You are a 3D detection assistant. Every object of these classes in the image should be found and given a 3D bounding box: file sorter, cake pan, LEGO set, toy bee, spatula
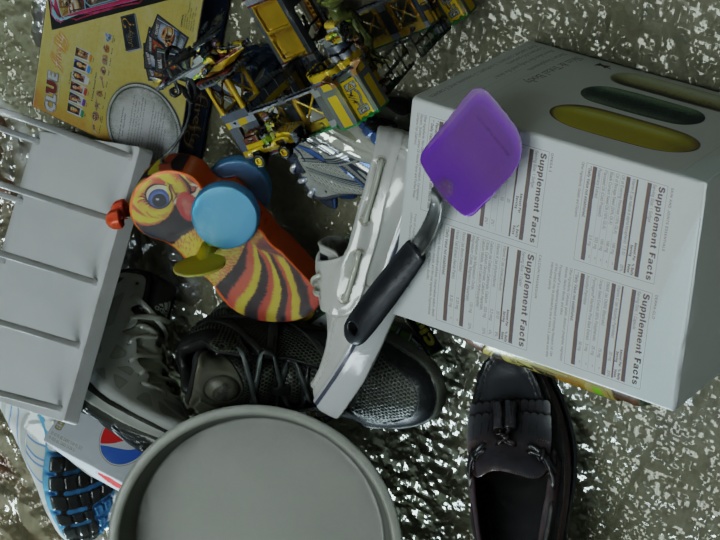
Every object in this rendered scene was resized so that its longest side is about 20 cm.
[{"bbox_3d":[-0.259,-0.010,1.757,0.139,0.124,0.200,11,85,51],"label":"file sorter"},{"bbox_3d":[-0.070,0.186,1.684,0.200,0.037,0.201,1,98,4],"label":"cake pan"},{"bbox_3d":[-0.030,-0.166,1.582,0.154,0.200,0.116,-13,114,46],"label":"LEGO set"},{"bbox_3d":[-0.114,-0.042,1.717,0.109,0.131,0.200,-27,86,19],"label":"toy bee"},{"bbox_3d":[0.038,-0.022,1.506,0.057,0.021,0.200,52,132,24],"label":"spatula"}]

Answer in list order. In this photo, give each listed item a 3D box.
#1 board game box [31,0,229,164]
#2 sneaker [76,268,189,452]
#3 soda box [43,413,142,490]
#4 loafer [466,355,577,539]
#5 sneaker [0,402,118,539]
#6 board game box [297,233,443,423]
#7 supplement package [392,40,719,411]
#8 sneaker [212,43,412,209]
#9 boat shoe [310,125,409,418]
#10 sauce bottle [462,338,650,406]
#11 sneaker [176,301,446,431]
[{"bbox_3d":[-0.160,-0.185,1.763,0.135,0.035,0.200,26,121,24],"label":"board game box"},{"bbox_3d":[-0.160,0.060,1.792,0.200,0.076,0.115,29,80,41],"label":"sneaker"},{"bbox_3d":[-0.134,0.146,1.821,0.200,0.068,0.064,22,75,36],"label":"soda box"},{"bbox_3d":[0.105,0.149,1.654,0.072,0.063,0.200,-6,81,18],"label":"loafer"},{"bbox_3d":[-0.242,0.114,1.923,0.087,0.075,0.200,1,106,48],"label":"sneaker"},{"bbox_3d":[-0.039,0.058,1.784,0.200,0.023,0.105,-35,85,38],"label":"board game box"},{"bbox_3d":[0.148,-0.033,1.538,0.200,0.152,0.151,19,118,28],"label":"supplement package"},{"bbox_3d":[-0.027,-0.086,1.687,0.200,0.077,0.085,28,125,23],"label":"sneaker"},{"bbox_3d":[0.000,0.000,1.622,0.066,0.072,0.200,23,113,0],"label":"boat shoe"},{"bbox_3d":[0.112,0.032,1.646,0.200,0.065,0.065,20,118,29],"label":"sauce bottle"},{"bbox_3d":[-0.044,0.078,1.711,0.199,0.114,0.076,17,119,26],"label":"sneaker"}]
